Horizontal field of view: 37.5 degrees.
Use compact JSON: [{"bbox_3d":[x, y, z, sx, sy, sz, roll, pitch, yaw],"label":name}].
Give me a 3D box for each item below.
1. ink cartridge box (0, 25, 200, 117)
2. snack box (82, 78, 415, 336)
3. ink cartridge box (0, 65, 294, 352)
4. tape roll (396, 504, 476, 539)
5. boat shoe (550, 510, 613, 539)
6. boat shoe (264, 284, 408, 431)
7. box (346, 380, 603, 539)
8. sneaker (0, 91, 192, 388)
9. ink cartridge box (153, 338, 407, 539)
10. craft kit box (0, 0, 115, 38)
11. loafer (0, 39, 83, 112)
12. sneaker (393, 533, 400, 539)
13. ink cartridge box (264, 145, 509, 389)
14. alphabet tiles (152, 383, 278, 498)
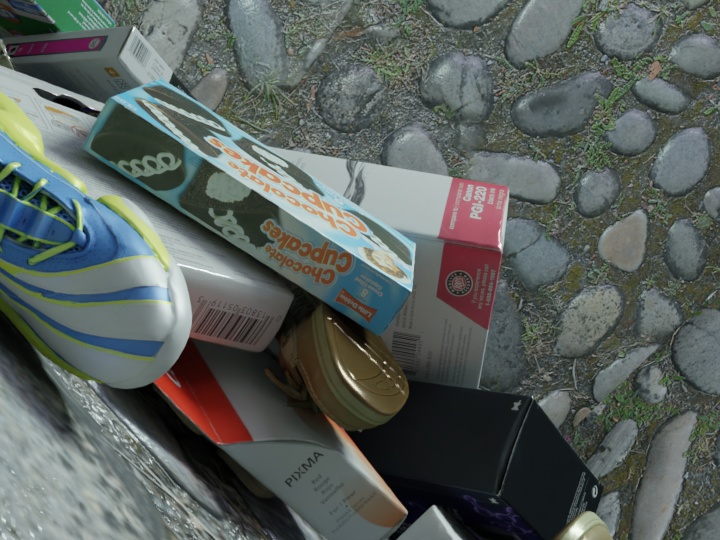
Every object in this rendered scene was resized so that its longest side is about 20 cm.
[{"bbox_3d":[-0.225,-0.138,0.817,0.199,0.037,0.095,2,-30,31],"label":"ink cartridge box"},{"bbox_3d":[-0.058,-0.043,0.643,0.199,0.037,0.116,33,15,-5],"label":"snack box"},{"bbox_3d":[-0.147,-0.041,0.616,0.161,0.050,0.200,17,22,-47],"label":"ink cartridge box"},{"bbox_3d":[0.089,0.247,0.669,0.203,0.071,0.202,47,-2,2],"label":"tape roll"},{"bbox_3d":[0.147,0.209,0.671,0.065,0.072,0.200,45,-8,31],"label":"boat shoe"},{"bbox_3d":[-0.021,0.054,0.648,0.073,0.063,0.200,46,6,-13],"label":"boat shoe"},{"bbox_3d":[0.057,0.147,0.788,0.199,0.079,0.141,3,-35,39],"label":"box"},{"bbox_3d":[-0.160,-0.024,0.446,0.200,0.076,0.105,39,7,27],"label":"sneaker"},{"bbox_3d":[-0.071,0.066,0.633,0.200,0.050,0.162,52,-5,-34],"label":"ink cartridge box"},{"bbox_3d":[-0.314,-0.232,0.778,0.197,0.049,0.200,16,-16,25],"label":"craft kit box"},{"bbox_3d":[-0.222,-0.087,0.776,0.200,0.070,0.075,49,-2,-38],"label":"loafer"},{"bbox_3d":[0.029,0.203,0.979,0.106,0.075,0.200,43,-9,-21],"label":"sneaker"},{"bbox_3d":[0.000,0.000,0.785,0.085,0.199,0.146,-75,172,-50],"label":"ink cartridge box"},{"bbox_3d":[-0.114,0.067,0.678,0.200,0.015,0.196,47,-2,15],"label":"alphabet tiles"}]
